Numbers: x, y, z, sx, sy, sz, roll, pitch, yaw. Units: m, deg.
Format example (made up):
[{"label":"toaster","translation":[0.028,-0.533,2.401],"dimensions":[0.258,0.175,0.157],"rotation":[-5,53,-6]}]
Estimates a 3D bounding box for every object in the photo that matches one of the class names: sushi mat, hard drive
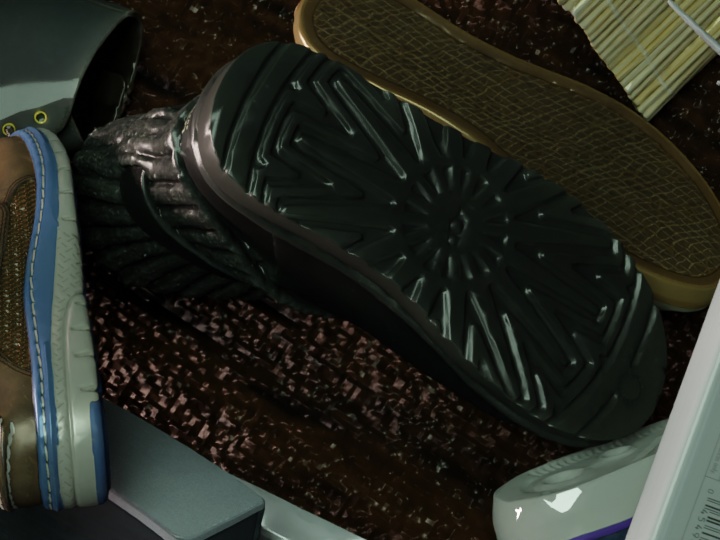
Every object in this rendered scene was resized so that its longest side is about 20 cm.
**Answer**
[{"label":"sushi mat","translation":[0.160,-0.150,1.072],"dimensions":[0.200,0.096,0.012],"rotation":[-43,41,2]},{"label":"hard drive","translation":[-0.131,0.105,1.065],"dimensions":[0.199,0.042,0.136],"rotation":[24,111,32]}]

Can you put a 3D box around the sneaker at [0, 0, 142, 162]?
[{"label":"sneaker","translation":[-0.171,-0.038,1.138],"dimensions":[0.106,0.075,0.201],"rotation":[22,82,20]}]

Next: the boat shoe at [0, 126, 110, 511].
[{"label":"boat shoe","translation":[-0.135,0.011,1.030],"dimensions":[0.072,0.073,0.200],"rotation":[-4,32,-9]}]

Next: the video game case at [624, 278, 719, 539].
[{"label":"video game case","translation":[0.187,0.075,0.979],"dimensions":[0.181,0.023,0.201],"rotation":[20,90,-19]}]

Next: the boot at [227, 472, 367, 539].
[{"label":"boot","translation":[-0.048,0.130,1.067],"dimensions":[0.199,0.074,0.096],"rotation":[23,84,21]}]

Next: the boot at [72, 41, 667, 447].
[{"label":"boot","translation":[0.001,-0.002,1.061],"dimensions":[0.211,0.158,0.080],"rotation":[38,66,-12]}]

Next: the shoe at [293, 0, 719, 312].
[{"label":"shoe","translation":[0.058,-0.043,1.098],"dimensions":[0.200,0.053,0.070],"rotation":[35,55,16]}]

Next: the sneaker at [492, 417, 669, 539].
[{"label":"sneaker","translation":[0.152,0.122,1.026],"dimensions":[0.199,0.081,0.147],"rotation":[-17,97,-10]}]

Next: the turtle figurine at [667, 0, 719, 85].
[{"label":"turtle figurine","translation":[0.222,-0.091,1.036],"dimensions":[0.199,0.101,0.150],"rotation":[29,103,3]}]
